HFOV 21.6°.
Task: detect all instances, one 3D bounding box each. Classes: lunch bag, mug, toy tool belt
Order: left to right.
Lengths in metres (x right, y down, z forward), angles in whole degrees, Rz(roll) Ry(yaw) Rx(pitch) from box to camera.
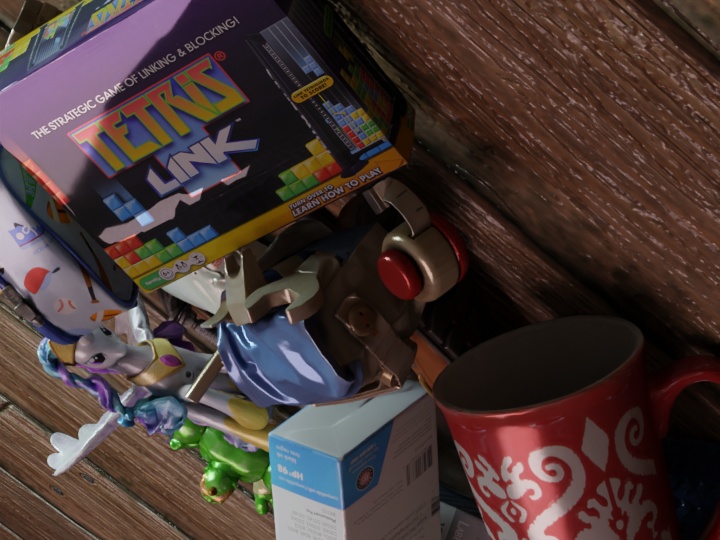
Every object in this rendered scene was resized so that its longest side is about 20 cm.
[{"bbox_3d":[-0.204,-0.049,1.244,0.075,0.201,0.160,-28,122,19],"label":"lunch bag"},{"bbox_3d":[-0.027,0.033,1.114,0.125,0.123,0.200,56,152,-6],"label":"toy tool belt"},{"bbox_3d":[0.151,0.144,1.155,0.177,0.133,0.201,-5,110,34],"label":"mug"}]

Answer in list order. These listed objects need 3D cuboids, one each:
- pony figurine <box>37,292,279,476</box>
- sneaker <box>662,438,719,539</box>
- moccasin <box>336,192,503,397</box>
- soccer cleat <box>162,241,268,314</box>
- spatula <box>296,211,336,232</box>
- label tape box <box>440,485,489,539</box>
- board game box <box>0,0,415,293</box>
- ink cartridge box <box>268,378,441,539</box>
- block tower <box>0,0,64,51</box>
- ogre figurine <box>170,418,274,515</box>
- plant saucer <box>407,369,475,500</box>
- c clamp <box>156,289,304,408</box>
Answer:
[{"bbox_3d":[-0.152,0.078,1.417,0.199,0.168,0.193,16,164,-12],"label":"pony figurine"},{"bbox_3d":[0.196,0.156,1.270,0.199,0.071,0.078,1,158,29],"label":"sneaker"},{"bbox_3d":[0.044,0.031,1.228,0.077,0.074,0.201,-3,138,46],"label":"moccasin"},{"bbox_3d":[-0.081,0.008,1.346,0.199,0.069,0.078,21,150,31],"label":"soccer cleat"},{"bbox_3d":[0.000,0.000,1.284,0.200,0.021,0.056,44,164,-17],"label":"spatula"},{"bbox_3d":[0.098,0.215,1.446,0.199,0.064,0.144,20,179,30],"label":"label tape box"},{"bbox_3d":[-0.095,-0.092,1.083,0.199,0.057,0.165,-26,124,27],"label":"board game box"},{"bbox_3d":[-0.001,0.184,1.328,0.066,0.116,0.201,15,120,33],"label":"ink cartridge box"},{"bbox_3d":[-0.136,-0.098,1.164,0.199,0.054,0.058,24,121,-11],"label":"block tower"},{"bbox_3d":[-0.105,0.148,1.605,0.200,0.098,0.120,48,174,5],"label":"ogre figurine"},{"bbox_3d":[0.070,0.111,1.387,0.199,0.032,0.201,26,155,13],"label":"plant saucer"},{"bbox_3d":[-0.085,0.063,1.496,0.199,0.027,0.171,35,156,-5],"label":"c clamp"}]
